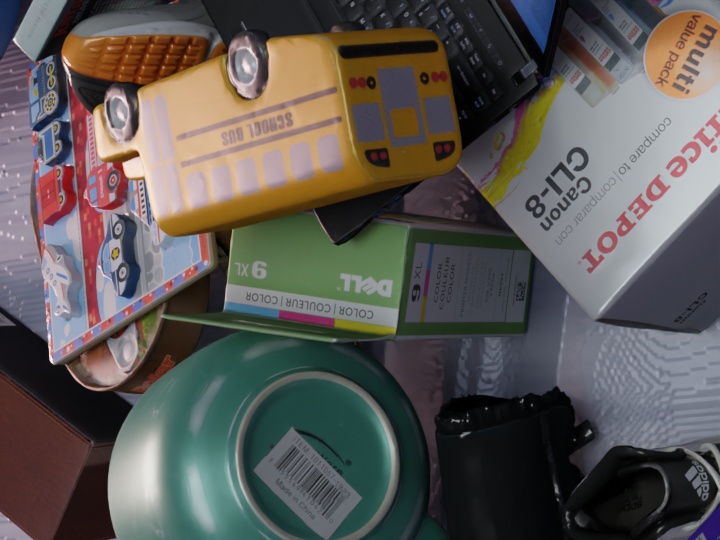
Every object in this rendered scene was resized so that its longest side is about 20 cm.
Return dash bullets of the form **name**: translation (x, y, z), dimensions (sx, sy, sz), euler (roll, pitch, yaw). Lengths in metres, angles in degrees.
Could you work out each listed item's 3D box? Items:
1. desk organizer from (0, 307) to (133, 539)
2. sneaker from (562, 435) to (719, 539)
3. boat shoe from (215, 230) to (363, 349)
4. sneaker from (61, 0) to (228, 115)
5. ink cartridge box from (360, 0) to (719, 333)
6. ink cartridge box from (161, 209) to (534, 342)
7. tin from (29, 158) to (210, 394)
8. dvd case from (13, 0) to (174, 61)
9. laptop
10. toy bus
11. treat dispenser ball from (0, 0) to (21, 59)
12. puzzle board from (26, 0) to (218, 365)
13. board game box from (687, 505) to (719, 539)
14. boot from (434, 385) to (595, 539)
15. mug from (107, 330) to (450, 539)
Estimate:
- **desk organizer**: translation (-0.223, 0.085, 1.117), dimensions (0.200, 0.072, 0.077), euler (33, 107, 28)
- **sneaker**: translation (0.188, 0.105, 0.841), dimensions (0.200, 0.115, 0.076), euler (-19, 78, 26)
- **boat shoe**: translation (-0.058, -0.020, 1.023), dimensions (0.075, 0.068, 0.201), euler (-26, 75, 28)
- **sneaker**: translation (-0.082, -0.124, 0.978), dimensions (0.092, 0.199, 0.076), euler (56, 129, 31)
- **ink cartridge box**: translation (0.127, -0.089, 0.870), dimensions (0.145, 0.144, 0.200), euler (-49, 65, 19)
- **ink cartridge box**: translation (0.000, 0.000, 0.910), dimensions (0.103, 0.200, 0.060), euler (8, 94, 30)
- **tin**: translation (-0.143, -0.021, 1.062), dimensions (0.112, 0.042, 0.201), euler (-45, 50, 37)
- **dvd case**: translation (-0.084, -0.192, 0.940), dimensions (0.022, 0.200, 0.146), euler (45, 132, 7)
- **laptop**: translation (0.001, -0.145, 0.806), dimensions (0.200, 0.103, 0.178), euler (-37, 65, 20)
- **toy bus**: translation (-0.044, -0.064, 0.820), dimensions (0.200, 0.065, 0.079), euler (-12, 89, 51)
- **treat dispenser ball**: translation (-0.308, -0.183, 1.104), dimensions (0.200, 0.201, 0.202), euler (-2, 87, 31)
- **puzzle board**: translation (-0.144, -0.065, 1.036), dimensions (0.150, 0.017, 0.201), euler (-30, 59, 40)
- **board game box**: translation (0.254, 0.098, 0.794), dimensions (0.200, 0.134, 0.045), euler (-51, 27, 19)
- **boot**: translation (0.064, 0.146, 0.874), dimensions (0.073, 0.198, 0.164), euler (-5, 91, 27)
- **mug**: translation (-0.027, 0.105, 0.921), dimensions (0.114, 0.184, 0.153), euler (146, 121, -63)
